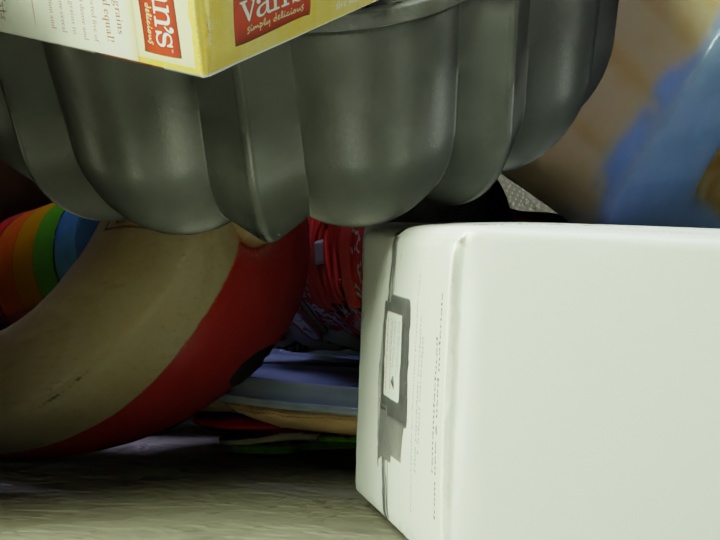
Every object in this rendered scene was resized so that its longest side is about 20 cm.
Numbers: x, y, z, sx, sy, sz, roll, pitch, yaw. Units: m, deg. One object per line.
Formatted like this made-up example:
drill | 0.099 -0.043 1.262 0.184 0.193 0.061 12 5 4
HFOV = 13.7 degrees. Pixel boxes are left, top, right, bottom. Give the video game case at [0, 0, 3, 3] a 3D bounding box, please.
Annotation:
video game case | -0.202 -0.056 0.742 0.200 0.182 0.022 41 -4 39

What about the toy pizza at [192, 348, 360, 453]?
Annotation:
toy pizza | 0.027 0.049 1.016 0.200 0.032 0.200 3 2 0

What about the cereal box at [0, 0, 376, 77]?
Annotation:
cereal box | -0.068 -0.104 0.786 0.200 0.040 0.144 17 31 37

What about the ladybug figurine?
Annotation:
ladybug figurine | -0.080 0.004 0.957 0.072 0.136 0.200 35 -25 -27

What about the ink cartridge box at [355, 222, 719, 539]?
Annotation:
ink cartridge box | 0.080 0.030 0.782 0.145 0.084 0.200 2 1 -5

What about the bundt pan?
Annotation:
bundt pan | -0.021 -0.067 0.837 0.201 0.076 0.202 -4 23 2

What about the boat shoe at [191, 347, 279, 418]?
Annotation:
boat shoe | -0.078 0.026 1.116 0.200 0.066 0.072 -19 7 -5

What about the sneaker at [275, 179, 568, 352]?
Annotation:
sneaker | 0.000 0.001 0.984 0.108 0.067 0.201 2 -1 15

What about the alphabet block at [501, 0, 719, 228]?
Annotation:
alphabet block | 0.120 -0.100 1.011 0.200 0.197 0.195 38 4 43
